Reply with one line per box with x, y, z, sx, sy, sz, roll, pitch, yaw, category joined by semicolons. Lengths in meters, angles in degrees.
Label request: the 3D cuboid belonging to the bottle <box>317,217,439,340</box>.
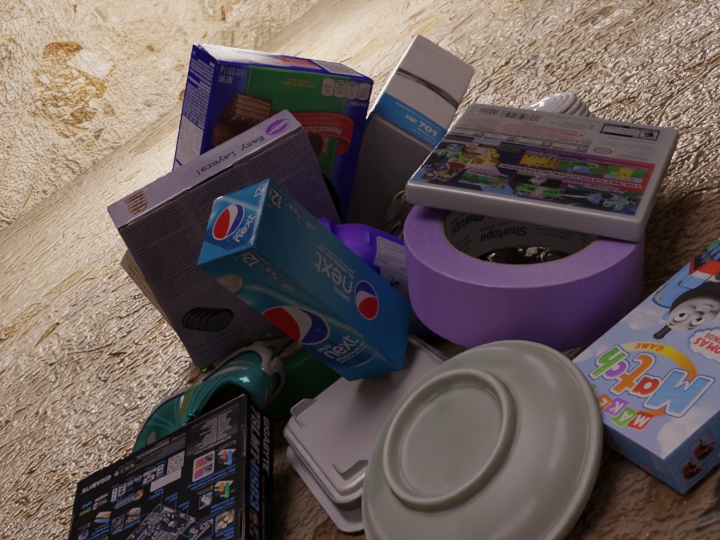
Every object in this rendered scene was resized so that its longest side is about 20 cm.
0.000;0.000;0.977;0.084;0.198;0.066;-51;28;38;bottle

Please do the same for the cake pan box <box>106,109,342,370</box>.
-0.107;-0.028;0.994;0.199;0.185;0.052;-30;41;-7;cake pan box

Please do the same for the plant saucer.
0.071;0.126;0.749;0.199;0.050;0.201;-27;39;24;plant saucer

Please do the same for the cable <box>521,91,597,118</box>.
0.155;-0.115;1.109;0.199;0.070;0.200;-35;8;-22;cable

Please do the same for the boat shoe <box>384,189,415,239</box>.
0.056;-0.048;1.046;0.074;0.074;0.201;-13;-30;-35;boat shoe

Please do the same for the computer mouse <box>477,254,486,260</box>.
0.184;-0.048;1.042;0.199;0.044;0.110;-28;17;29;computer mouse

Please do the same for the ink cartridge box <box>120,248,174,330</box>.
-0.179;-0.010;1.260;0.144;0.148;0.200;-40;6;-17;ink cartridge box

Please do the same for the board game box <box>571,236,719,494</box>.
0.245;0.054;0.748;0.199;0.037;0.151;-39;23;-10;board game box

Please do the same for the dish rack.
0.016;0.124;0.915;0.171;0.044;0.200;-37;23;-9;dish rack

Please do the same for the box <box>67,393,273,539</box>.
-0.164;0.226;0.893;0.199;0.050;0.200;-29;37;17;box

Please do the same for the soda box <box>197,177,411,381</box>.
-0.041;0.013;0.883;0.064;0.200;0.068;-17;48;35;soda box

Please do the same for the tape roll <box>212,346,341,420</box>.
-0.062;0.073;1.121;0.199;0.048;0.201;-28;23;13;tape roll

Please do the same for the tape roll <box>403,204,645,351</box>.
0.137;-0.014;0.897;0.198;0.066;0.201;-5;31;3;tape roll

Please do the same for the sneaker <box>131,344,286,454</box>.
-0.155;0.146;1.010;0.200;0.077;0.080;-44;6;20;sneaker

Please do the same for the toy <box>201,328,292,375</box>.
-0.089;0.039;1.101;0.199;0.047;0.115;-37;23;-6;toy

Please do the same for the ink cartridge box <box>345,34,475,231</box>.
0.041;-0.143;1.163;0.147;0.085;0.201;-60;2;39;ink cartridge box

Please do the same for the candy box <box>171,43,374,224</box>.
-0.092;-0.105;1.045;0.167;0.202;0.077;1;23;-29;candy box

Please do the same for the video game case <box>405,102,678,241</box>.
0.162;-0.091;0.928;0.198;0.023;0.182;11;35;21;video game case
